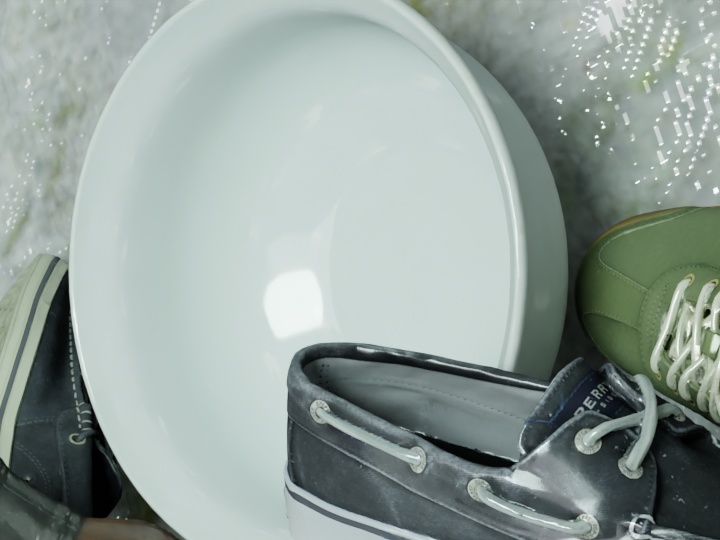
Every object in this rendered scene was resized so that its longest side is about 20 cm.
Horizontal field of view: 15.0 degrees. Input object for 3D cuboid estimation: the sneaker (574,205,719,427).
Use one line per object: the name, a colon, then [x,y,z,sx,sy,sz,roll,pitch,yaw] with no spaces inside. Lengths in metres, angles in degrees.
sneaker: [0.131,0.023,0.820,0.199,0.090,0.068,19,103,38]

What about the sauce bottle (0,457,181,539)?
sauce bottle: [-0.060,0.127,0.932,0.200,0.065,0.065,36,120,-10]

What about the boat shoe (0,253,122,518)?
boat shoe: [-0.124,0.076,1.020,0.075,0.062,0.201,-51,25,35]

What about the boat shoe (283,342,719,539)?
boat shoe: [0.067,0.060,0.790,0.199,0.072,0.068,12,119,29]

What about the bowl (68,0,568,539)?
bowl: [0.000,0.000,0.930,0.200,0.090,0.203,2,93,40]
